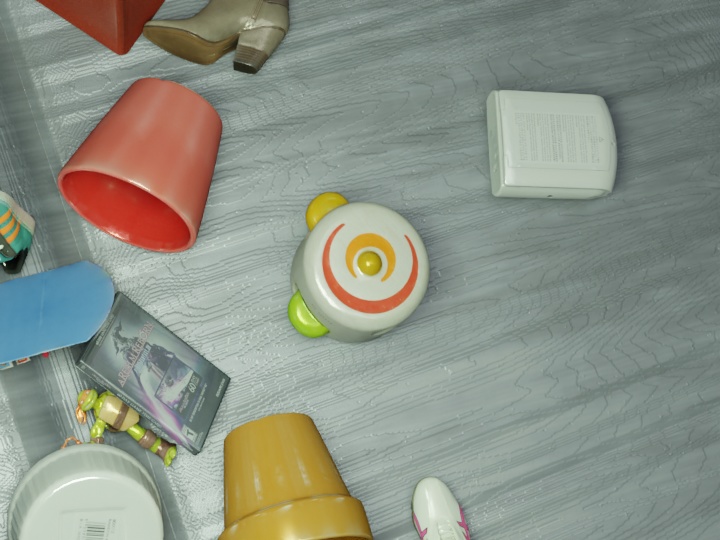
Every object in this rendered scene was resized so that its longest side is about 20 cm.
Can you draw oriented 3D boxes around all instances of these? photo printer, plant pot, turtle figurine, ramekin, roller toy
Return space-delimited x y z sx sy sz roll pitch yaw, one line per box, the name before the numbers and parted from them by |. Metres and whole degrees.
photo printer | 0.295 -0.191 1.864 0.199 0.069 0.168 0 78 -14
plant pot | -0.357 -0.460 1.710 0.199 0.176 0.200 33 73 -5
plant pot | -0.101 0.296 1.611 0.199 0.200 0.184 -9 64 -15
turtle figurine | -0.318 0.203 1.634 0.161 0.064 0.201 26 75 -13
ramekin | -0.345 0.329 1.551 0.199 0.098 0.202 -2 97 -18
roller toy | 0.000 0.000 1.714 0.181 0.140 0.201 10 75 -12
plant pot | -0.284 -0.151 1.662 0.200 0.200 0.178 25 65 -7

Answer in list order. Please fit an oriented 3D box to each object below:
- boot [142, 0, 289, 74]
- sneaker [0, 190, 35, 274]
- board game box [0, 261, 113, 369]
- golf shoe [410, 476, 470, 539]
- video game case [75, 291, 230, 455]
boot | -0.204 -0.375 1.792 0.199 0.070 0.147 18 68 -10
sneaker | -0.479 -0.051 1.583 0.071 0.200 0.080 -2 74 12
board game box | -0.415 0.067 1.615 0.199 0.039 0.158 -15 42 2
golf shoe | 0.125 0.382 1.687 0.072 0.092 0.201 -13 80 -14
video game case | -0.270 0.135 1.620 0.200 0.019 0.143 41 36 -18
